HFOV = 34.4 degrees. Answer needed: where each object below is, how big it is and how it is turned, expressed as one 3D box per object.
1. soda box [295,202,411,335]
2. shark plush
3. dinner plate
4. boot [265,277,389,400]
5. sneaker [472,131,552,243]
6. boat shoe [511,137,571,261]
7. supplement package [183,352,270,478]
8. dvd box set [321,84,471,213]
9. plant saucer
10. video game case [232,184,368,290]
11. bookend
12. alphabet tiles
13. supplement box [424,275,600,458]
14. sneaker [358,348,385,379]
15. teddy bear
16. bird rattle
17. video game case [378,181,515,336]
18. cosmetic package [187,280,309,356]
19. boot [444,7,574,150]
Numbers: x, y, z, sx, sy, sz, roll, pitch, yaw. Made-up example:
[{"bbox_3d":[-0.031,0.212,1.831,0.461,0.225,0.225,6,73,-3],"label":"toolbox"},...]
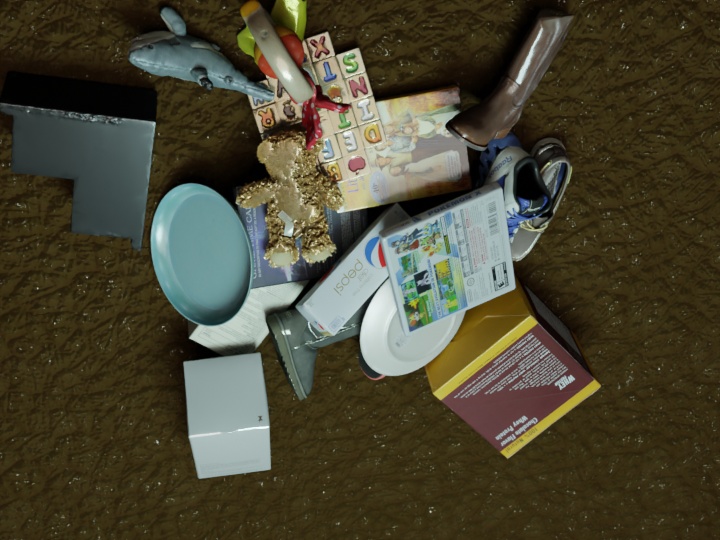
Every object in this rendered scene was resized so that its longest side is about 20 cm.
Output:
[{"bbox_3d":[0.000,0.000,1.641,0.064,0.068,0.200,45,78,-7],"label":"soda box"},{"bbox_3d":[-0.211,-0.253,1.516,0.199,0.084,0.091,31,112,-27],"label":"shark plush"},{"bbox_3d":[0.086,0.073,1.724,0.198,0.024,0.203,-19,128,-26],"label":"dinner plate"},{"bbox_3d":[-0.030,0.093,1.736,0.198,0.073,0.183,-25,137,-12],"label":"boot"},{"bbox_3d":[0.209,-0.087,1.666,0.079,0.115,0.202,0,114,-28],"label":"sneaker"},{"bbox_3d":[0.258,-0.095,1.726,0.071,0.060,0.202,11,120,-18],"label":"boat shoe"},{"bbox_3d":[-0.200,0.222,1.759,0.119,0.122,0.201,-6,154,-7],"label":"supplement package"},{"bbox_3d":[0.050,-0.170,1.629,0.197,0.029,0.149,-10,104,-4],"label":"dvd box set"},{"bbox_3d":[-0.218,-0.023,1.628,0.027,0.199,0.202,-18,138,-51],"label":"plant saucer"},{"bbox_3d":[-0.080,-0.058,1.647,0.197,0.019,0.145,-9,102,-24],"label":"video game case"},{"bbox_3d":[-0.378,-0.143,1.551,0.195,0.093,0.202,5,123,-12],"label":"bookend"},{"bbox_3d":[-0.060,-0.212,1.582,0.164,0.006,0.203,-18,106,1],"label":"alphabet tiles"},{"bbox_3d":[0.232,0.148,1.835,0.197,0.133,0.200,-40,121,16],"label":"supplement box"},{"bbox_3d":[0.063,0.072,1.804,0.086,0.073,0.202,-2,120,-55],"label":"sneaker"},{"bbox_3d":[-0.092,-0.097,1.584,0.143,0.067,0.202,-20,113,10],"label":"teddy bear"},{"bbox_3d":[-0.099,-0.259,1.471,0.111,0.203,0.163,-24,164,11],"label":"bird rattle"},{"bbox_3d":[0.126,-0.013,1.630,0.180,0.022,0.202,-23,135,-8],"label":"video game case"},{"bbox_3d":[-0.161,0.030,1.718,0.103,0.073,0.200,30,113,-27],"label":"cosmetic package"},{"bbox_3d":[0.204,-0.264,1.556,0.064,0.186,0.201,38,118,11],"label":"boot"}]
